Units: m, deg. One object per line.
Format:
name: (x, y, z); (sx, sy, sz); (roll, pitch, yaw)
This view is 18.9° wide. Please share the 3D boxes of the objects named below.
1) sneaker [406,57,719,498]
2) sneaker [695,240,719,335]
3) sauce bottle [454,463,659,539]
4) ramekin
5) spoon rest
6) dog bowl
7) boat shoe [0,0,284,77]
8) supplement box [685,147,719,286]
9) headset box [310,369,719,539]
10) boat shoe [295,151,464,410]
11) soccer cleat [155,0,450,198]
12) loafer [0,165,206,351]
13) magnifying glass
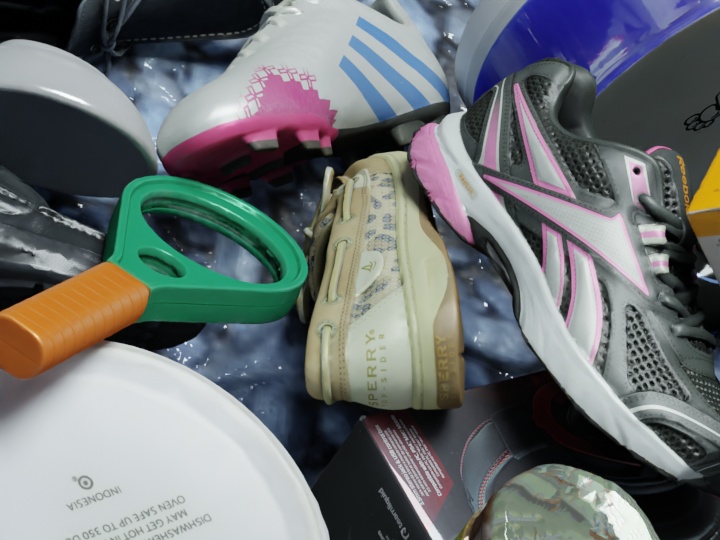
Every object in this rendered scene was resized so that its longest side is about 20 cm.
sneaker: (0.100, -0.006, 0.841); (0.200, 0.086, 0.080); (54, 16, 22)
sneaker: (0.191, -0.013, 1.030); (0.199, 0.078, 0.070); (-6, 55, -33)
sauce bottle: (0.032, 0.142, 0.720); (0.064, 0.200, 0.065); (14, 47, -15)
ramekin: (-0.099, 0.113, 0.749); (0.201, 0.094, 0.203); (16, 45, -17)
spoon rest: (-0.177, -0.070, 0.880); (0.199, 0.099, 0.061); (19, 70, 5)
dog bowl: (0.148, -0.103, 0.997); (0.199, 0.200, 0.079); (-10, 59, -35)
boat shoe: (-0.123, -0.120, 0.953); (0.199, 0.075, 0.063); (4, 56, -27)
supplement box: (0.217, 0.012, 0.866); (0.201, 0.073, 0.126); (59, 44, -29)
headset box: (0.081, 0.120, 0.856); (0.199, 0.075, 0.149); (-11, 58, -35)
boat shoe: (0.000, 0.000, 0.884); (0.062, 0.074, 0.200); (-6, 17, -4)
soccer cleat: (-0.032, -0.084, 0.950); (0.200, 0.070, 0.087); (-12, 78, -58)
loafer: (-0.153, -0.018, 0.847); (0.199, 0.068, 0.071); (15, 63, -13)
magnifying glass: (-0.079, 0.004, 0.796); (0.079, 0.022, 0.200); (33, 20, 11)
